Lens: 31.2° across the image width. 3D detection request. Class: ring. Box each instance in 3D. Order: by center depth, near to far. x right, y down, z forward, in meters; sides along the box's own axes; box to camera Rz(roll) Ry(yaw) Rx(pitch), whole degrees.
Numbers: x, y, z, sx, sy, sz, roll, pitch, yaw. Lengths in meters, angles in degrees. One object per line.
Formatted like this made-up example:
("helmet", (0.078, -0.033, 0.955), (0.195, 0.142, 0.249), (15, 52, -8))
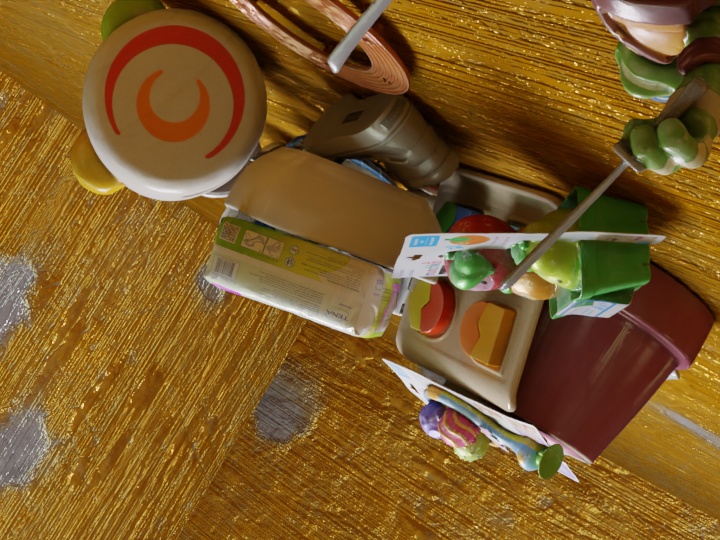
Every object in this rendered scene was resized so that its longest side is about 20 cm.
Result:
("ring", (-0.042, -0.204, 1.031), (0.199, 0.019, 0.200), (31, 174, 4))

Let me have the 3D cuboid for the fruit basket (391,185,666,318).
("fruit basket", (0.129, -0.005, 1.045), (0.197, 0.095, 0.185), (-6, 170, -4))

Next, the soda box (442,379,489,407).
("soda box", (0.155, 0.074, 1.375), (0.064, 0.201, 0.068), (30, 160, 8))

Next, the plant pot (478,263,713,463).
("plant pot", (0.212, 0.077, 1.244), (0.199, 0.180, 0.200), (31, 173, 4))

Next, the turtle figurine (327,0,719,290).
("turtle figurine", (0.076, -0.106, 0.480), (0.198, 0.145, 0.195), (-10, 145, 4))

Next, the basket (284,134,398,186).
("basket", (-0.040, -0.075, 1.472), (0.175, 0.140, 0.200), (29, 179, -9))

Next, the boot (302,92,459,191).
("boot", (0.018, -0.111, 1.200), (0.095, 0.074, 0.200), (41, 170, -19))

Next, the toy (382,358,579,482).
("toy", (0.107, 0.158, 1.253), (0.199, 0.047, 0.115), (18, 158, 42))

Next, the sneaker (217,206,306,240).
("sneaker", (-0.071, 0.000, 1.426), (0.199, 0.075, 0.085), (34, 146, 0))

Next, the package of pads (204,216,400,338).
("package of pads", (-0.045, 0.011, 1.195), (0.153, 0.069, 0.200), (19, 180, 10))

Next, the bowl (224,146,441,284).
("bowl", (-0.019, -0.058, 1.210), (0.198, 0.075, 0.200), (21, -178, -15))

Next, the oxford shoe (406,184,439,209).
("oxford shoe", (0.088, -0.043, 1.408), (0.070, 0.074, 0.200), (28, 173, 27))

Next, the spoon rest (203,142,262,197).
("spoon rest", (-0.168, -0.164, 1.420), (0.061, 0.098, 0.202), (94, 161, -57))

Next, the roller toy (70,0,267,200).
("roller toy", (-0.190, -0.162, 1.311), (0.180, 0.202, 0.140), (15, 177, -10))

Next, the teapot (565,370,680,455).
("teapot", (0.253, 0.106, 1.502), (0.201, 0.145, 0.198), (55, 161, 24))

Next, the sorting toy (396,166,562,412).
("sorting toy", (0.104, 0.011, 1.216), (0.036, 0.202, 0.185), (6, -170, -35))

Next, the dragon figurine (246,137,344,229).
("dragon figurine", (-0.056, -0.082, 1.336), (0.059, 0.198, 0.100), (-96, -14, -72))

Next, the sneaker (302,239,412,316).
("sneaker", (0.000, 0.000, 1.364), (0.198, 0.067, 0.091), (12, -155, -16))

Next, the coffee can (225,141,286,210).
("coffee can", (-0.056, -0.058, 1.676), (0.199, 0.147, 0.146), (30, 174, 21))
